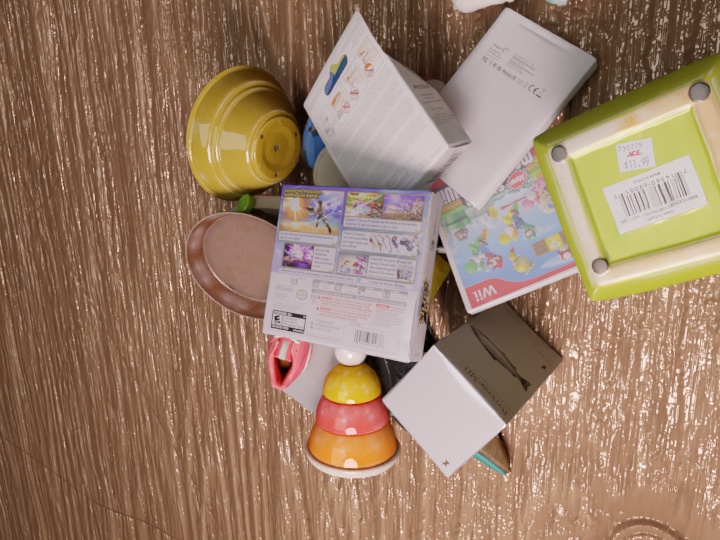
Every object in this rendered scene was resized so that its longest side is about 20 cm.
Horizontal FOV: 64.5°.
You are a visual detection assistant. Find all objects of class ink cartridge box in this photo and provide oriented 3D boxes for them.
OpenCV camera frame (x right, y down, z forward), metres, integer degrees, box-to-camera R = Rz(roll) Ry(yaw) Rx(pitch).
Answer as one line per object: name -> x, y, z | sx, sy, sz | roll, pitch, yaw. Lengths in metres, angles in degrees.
ink cartridge box -> 0.022, -0.177, 0.687 | 0.201, 0.047, 0.160 | 60, 140, 14

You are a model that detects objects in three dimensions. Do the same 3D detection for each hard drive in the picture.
hard drive -> 0.154, -0.188, 0.665 | 0.132, 0.027, 0.200 | 44, 102, 27

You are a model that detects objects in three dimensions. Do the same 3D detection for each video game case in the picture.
video game case -> 0.158, -0.068, 0.667 | 0.142, 0.017, 0.202 | -24, 70, 20
video game case -> -0.013, -0.003, 0.661 | 0.198, 0.045, 0.183 | 7, 89, 29

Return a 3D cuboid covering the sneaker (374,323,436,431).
sneaker -> 0.079, 0.141, 0.848 | 0.104, 0.060, 0.202 | -24, 84, 43

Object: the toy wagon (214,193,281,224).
toy wagon -> -0.130, -0.071, 0.896 | 0.199, 0.155, 0.040 | -23, 54, 38

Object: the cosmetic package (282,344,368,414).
cosmetic package -> -0.051, 0.131, 0.932 | 0.112, 0.081, 0.202 | 30, 120, 27

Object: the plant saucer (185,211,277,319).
plant saucer -> -0.167, -0.010, 0.868 | 0.198, 0.035, 0.202 | 7, 128, 9

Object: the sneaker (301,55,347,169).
sneaker -> -0.022, -0.221, 0.820 | 0.078, 0.066, 0.201 | 39, 123, 17

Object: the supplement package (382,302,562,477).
supplement package -> 0.144, 0.136, 0.708 | 0.117, 0.199, 0.118 | 47, 125, 16

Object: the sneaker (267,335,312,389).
sneaker -> -0.095, 0.090, 0.836 | 0.073, 0.087, 0.202 | 13, 116, 5

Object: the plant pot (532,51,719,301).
plant pot -> 0.291, -0.084, 0.548 | 0.199, 0.181, 0.201 | -20, 90, 38

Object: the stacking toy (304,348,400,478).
stacking toy -> -0.009, 0.185, 0.842 | 0.145, 0.146, 0.202 | 10, 105, 34

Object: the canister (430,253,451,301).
canister -> 0.000, 0.000, 0.766 | 0.199, 0.087, 0.149 | 34, 80, 4

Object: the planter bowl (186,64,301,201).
planter bowl -> -0.146, -0.187, 0.833 | 0.083, 0.199, 0.202 | 25, 117, 33

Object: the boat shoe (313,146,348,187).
boat shoe -> -0.004, -0.183, 0.778 | 0.071, 0.060, 0.200 | 25, 139, -13

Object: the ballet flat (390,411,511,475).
ballet flat -> 0.138, 0.214, 0.810 | 0.199, 0.068, 0.073 | 29, 77, -1

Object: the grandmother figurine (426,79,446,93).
grandmother figurine -> 0.059, -0.167, 0.781 | 0.122, 0.060, 0.201 | 51, 126, 32

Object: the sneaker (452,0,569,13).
sneaker -> 0.195, -0.324, 0.624 | 0.199, 0.075, 0.089 | -20, 95, 37

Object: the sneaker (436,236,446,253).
sneaker -> 0.165, -0.076, 0.714 | 0.200, 0.071, 0.073 | -43, 76, 37
